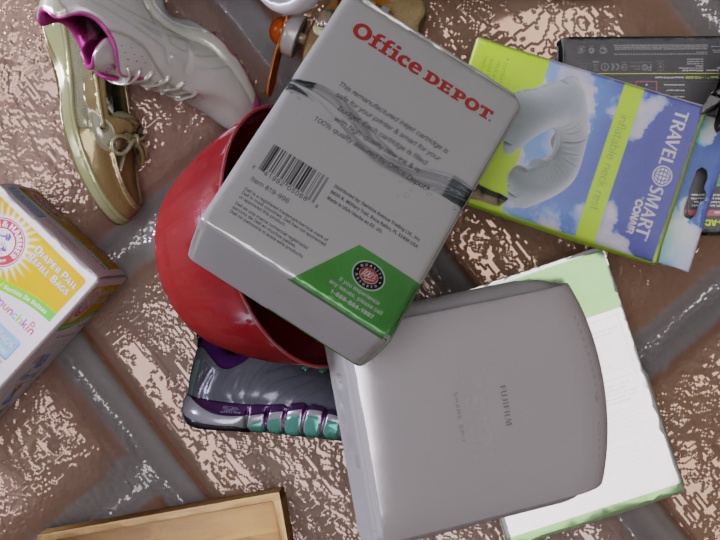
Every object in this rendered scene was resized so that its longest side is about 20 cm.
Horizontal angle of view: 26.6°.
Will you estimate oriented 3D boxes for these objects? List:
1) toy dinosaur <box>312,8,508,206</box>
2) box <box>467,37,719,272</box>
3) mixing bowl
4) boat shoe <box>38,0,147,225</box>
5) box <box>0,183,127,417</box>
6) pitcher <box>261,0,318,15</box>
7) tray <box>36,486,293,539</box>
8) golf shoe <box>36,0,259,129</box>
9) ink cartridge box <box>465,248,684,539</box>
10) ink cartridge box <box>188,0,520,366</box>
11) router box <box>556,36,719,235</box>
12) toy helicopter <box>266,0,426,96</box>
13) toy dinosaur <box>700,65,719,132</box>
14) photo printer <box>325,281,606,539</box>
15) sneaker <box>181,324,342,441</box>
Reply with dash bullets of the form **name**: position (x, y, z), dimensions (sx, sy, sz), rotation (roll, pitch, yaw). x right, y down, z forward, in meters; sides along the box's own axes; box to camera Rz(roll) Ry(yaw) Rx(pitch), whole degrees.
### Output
- **toy dinosaur**: position (0.011, -0.101, 1.118), dimensions (0.088, 0.047, 0.200), rotation (-40, 84, 6)
- **box**: position (0.163, -0.084, 1.125), dimensions (0.199, 0.048, 0.123), rotation (18, 94, 12)
- **mixing bowl**: position (-0.084, -0.016, 1.154), dimensions (0.108, 0.200, 0.202), rotation (-13, 89, 31)
- **boat shoe**: position (-0.200, -0.138, 1.206), dimensions (0.063, 0.073, 0.202), rotation (-15, 82, 9)
- **box**: position (-0.296, 0.040, 1.197), dimensions (0.112, 0.101, 0.200), rotation (44, 93, 2)
- **pitcher**: position (-0.075, -0.301, 1.159), dimensions (0.171, 0.121, 0.201), rotation (19, 97, 30)
- **tray**: position (-0.151, 0.241, 1.221), dimensions (0.199, 0.037, 0.099), rotation (-11, 90, 5)
- **golf shoe**: position (-0.165, -0.165, 1.171), dimensions (0.200, 0.075, 0.092), rotation (42, 60, -21)
- **ink cartridge box**: position (0.153, 0.098, 1.191), dimensions (0.145, 0.048, 0.201), rotation (-18, 87, 4)
- **ink cartridge box**: position (-0.003, -0.062, 1.031), dimensions (0.146, 0.083, 0.201), rotation (33, 69, -2)
- **router box**: position (0.250, -0.102, 1.174), dimensions (0.198, 0.062, 0.151), rotation (1, 90, 4)
- **toy helicopter**: position (-0.015, -0.209, 1.195), dimensions (0.131, 0.079, 0.201), rotation (-6, 77, 2)
- **toy dinosaur**: position (0.322, -0.129, 1.094), dimensions (0.102, 0.135, 0.201), rotation (-21, 77, 43)
- **photo printer**: position (0.084, 0.099, 1.107), dimensions (0.199, 0.069, 0.168), rotation (-10, 92, -18)
- **sneaker**: position (-0.041, 0.087, 1.195), dimensions (0.198, 0.074, 0.088), rotation (4, 84, 4)
